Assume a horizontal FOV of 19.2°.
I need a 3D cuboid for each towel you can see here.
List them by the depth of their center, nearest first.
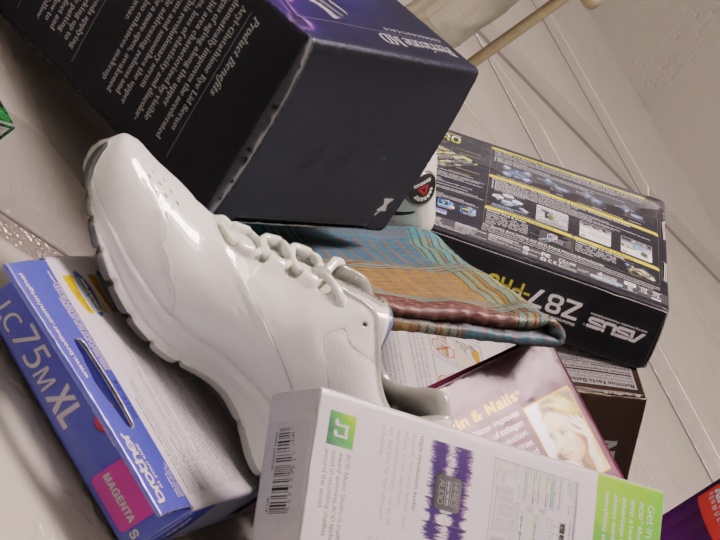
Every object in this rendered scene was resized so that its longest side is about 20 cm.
[{"bbox_3d":[0.000,0.000,1.030,0.146,0.022,0.200,6,10,-18],"label":"towel"}]

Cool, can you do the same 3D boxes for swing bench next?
[{"bbox_3d":[0.063,-0.250,1.737,0.200,0.198,0.130,54,14,-8],"label":"swing bench"}]

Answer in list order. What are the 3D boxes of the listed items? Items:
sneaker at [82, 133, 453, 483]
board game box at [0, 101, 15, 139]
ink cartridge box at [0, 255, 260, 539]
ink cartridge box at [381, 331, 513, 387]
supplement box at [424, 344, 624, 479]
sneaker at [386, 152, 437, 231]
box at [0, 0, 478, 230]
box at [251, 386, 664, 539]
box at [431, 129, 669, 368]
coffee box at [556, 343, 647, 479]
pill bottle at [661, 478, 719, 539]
[{"bbox_3d":[-0.039,0.016,0.884,0.200,0.087,0.075,50,16,-20],"label":"sneaker"},{"bbox_3d":[-0.227,-0.145,0.923,0.201,0.023,0.105,59,12,14],"label":"board game box"},{"bbox_3d":[-0.088,0.052,0.892,0.120,0.042,0.200,58,12,8],"label":"ink cartridge box"},{"bbox_3d":[0.021,0.061,1.133,0.176,0.045,0.200,32,23,-21],"label":"ink cartridge box"},{"bbox_3d":[0.073,0.146,0.983,0.110,0.086,0.201,-24,83,-34],"label":"supplement box"},{"bbox_3d":[-0.022,-0.074,1.198,0.200,0.074,0.089,40,-32,52],"label":"sneaker"},{"bbox_3d":[-0.066,-0.119,1.061,0.200,0.105,0.148,43,22,27],"label":"box"},{"bbox_3d":[0.040,0.140,0.858,0.199,0.036,0.145,20,71,-35],"label":"box"},{"bbox_3d":[0.088,-0.025,1.295,0.199,0.049,0.161,18,28,-3],"label":"box"},{"bbox_3d":[0.113,0.070,1.319,0.079,0.114,0.200,7,28,-7],"label":"coffee box"},{"bbox_3d":[0.208,0.186,1.225,0.113,0.200,0.113,50,15,-18],"label":"pill bottle"}]
